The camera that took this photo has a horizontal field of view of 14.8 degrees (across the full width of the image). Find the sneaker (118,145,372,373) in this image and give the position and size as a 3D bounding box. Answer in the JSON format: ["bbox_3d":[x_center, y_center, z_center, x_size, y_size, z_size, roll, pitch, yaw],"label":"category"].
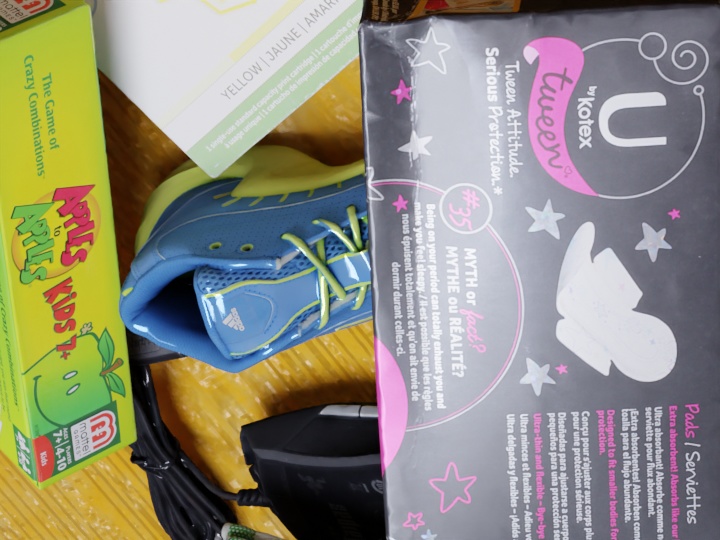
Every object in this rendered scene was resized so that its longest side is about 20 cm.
[{"bbox_3d":[0.000,0.000,1.002,0.199,0.105,0.076,-7,120,29],"label":"sneaker"}]

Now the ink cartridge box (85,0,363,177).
[{"bbox_3d":[-0.074,-0.147,0.973,0.200,0.048,0.145,43,130,-11],"label":"ink cartridge box"}]

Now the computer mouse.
[{"bbox_3d":[-0.018,0.060,1.090,0.199,0.046,0.141,-3,131,38],"label":"computer mouse"}]

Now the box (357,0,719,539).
[{"bbox_3d":[0.062,-0.006,0.898,0.114,0.132,0.201,-2,111,2],"label":"box"}]

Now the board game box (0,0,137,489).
[{"bbox_3d":[-0.137,-0.028,1.032,0.101,0.047,0.201,38,144,40],"label":"board game box"}]

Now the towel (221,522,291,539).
[{"bbox_3d":[0.054,0.137,1.085,0.199,0.031,0.149,3,162,21],"label":"towel"}]
